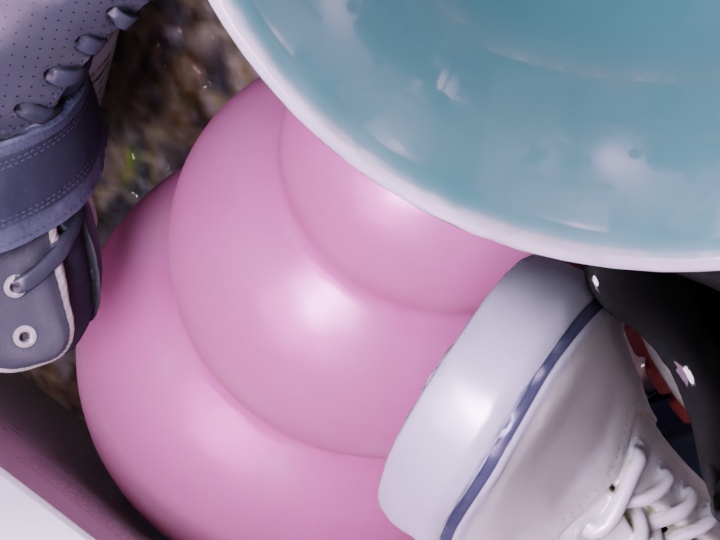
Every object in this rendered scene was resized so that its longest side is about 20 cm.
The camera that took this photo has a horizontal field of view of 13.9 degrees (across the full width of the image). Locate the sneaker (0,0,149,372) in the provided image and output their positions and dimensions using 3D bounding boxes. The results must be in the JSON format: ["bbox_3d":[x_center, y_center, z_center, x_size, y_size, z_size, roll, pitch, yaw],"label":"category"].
[{"bbox_3d":[-0.060,-0.057,0.711,0.202,0.077,0.146,-13,119,14],"label":"sneaker"}]

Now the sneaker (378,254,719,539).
[{"bbox_3d":[0.057,0.053,0.691,0.071,0.073,0.200,31,172,17],"label":"sneaker"}]

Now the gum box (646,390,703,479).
[{"bbox_3d":[0.097,0.136,0.842,0.170,0.045,0.200,-23,103,46],"label":"gum box"}]

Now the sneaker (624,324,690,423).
[{"bbox_3d":[0.130,0.021,0.723,0.082,0.078,0.200,-25,107,37],"label":"sneaker"}]

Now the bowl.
[{"bbox_3d":[0.064,-0.111,0.589,0.200,0.105,0.201,3,113,6],"label":"bowl"}]

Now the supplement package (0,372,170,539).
[{"bbox_3d":[-0.126,0.109,0.833,0.191,0.147,0.200,37,180,8],"label":"supplement package"}]

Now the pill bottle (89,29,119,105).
[{"bbox_3d":[-0.115,-0.103,0.804,0.113,0.113,0.200,35,135,17],"label":"pill bottle"}]

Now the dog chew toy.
[{"bbox_3d":[0.000,0.000,0.758,0.125,0.125,0.200,44,147,7],"label":"dog chew toy"}]

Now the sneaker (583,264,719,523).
[{"bbox_3d":[0.117,0.054,0.630,0.200,0.088,0.076,55,143,7],"label":"sneaker"}]
